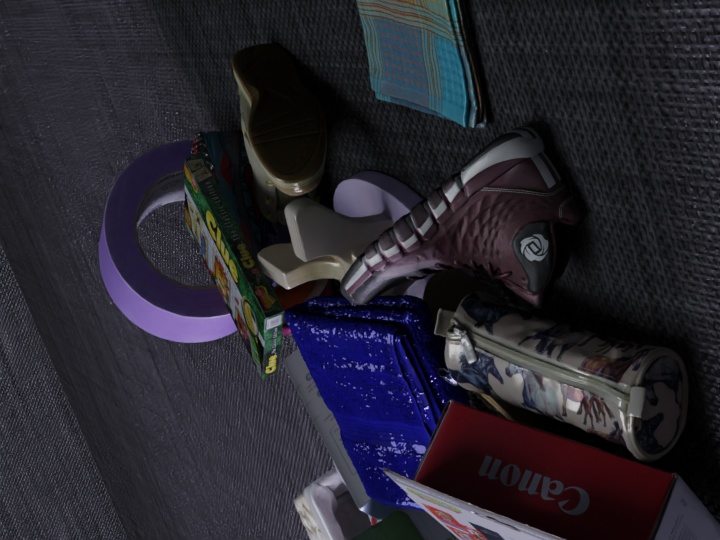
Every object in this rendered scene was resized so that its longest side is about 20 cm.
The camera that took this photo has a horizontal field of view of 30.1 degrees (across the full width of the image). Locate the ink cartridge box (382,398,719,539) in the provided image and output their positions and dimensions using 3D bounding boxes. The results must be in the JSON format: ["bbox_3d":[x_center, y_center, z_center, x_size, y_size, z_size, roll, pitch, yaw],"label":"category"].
[{"bbox_3d":[0.142,0.170,0.965,0.198,0.085,0.176,15,159,40],"label":"ink cartridge box"}]

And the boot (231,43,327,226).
[{"bbox_3d":[-0.069,-0.099,1.260,0.201,0.071,0.156,-113,12,-46],"label":"boot"}]

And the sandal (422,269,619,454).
[{"bbox_3d":[0.119,0.097,1.097,0.212,0.077,0.070,46,150,23],"label":"sandal"}]

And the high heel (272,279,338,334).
[{"bbox_3d":[-0.049,0.049,1.341,0.200,0.066,0.097,-67,-34,-69],"label":"high heel"}]

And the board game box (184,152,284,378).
[{"bbox_3d":[-0.124,-0.005,1.287,0.201,0.023,0.105,60,156,30],"label":"board game box"}]

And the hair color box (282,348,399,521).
[{"bbox_3d":[0.010,0.132,1.275,0.061,0.099,0.201,37,-165,-45],"label":"hair color box"}]

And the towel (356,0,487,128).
[{"bbox_3d":[0.032,-0.212,1.018,0.146,0.022,0.202,29,140,53],"label":"towel"}]

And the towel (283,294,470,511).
[{"bbox_3d":[0.025,0.114,1.098,0.146,0.050,0.202,-2,122,39],"label":"towel"}]

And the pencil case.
[{"bbox_3d":[0.145,0.073,0.972,0.199,0.089,0.079,18,100,47],"label":"pencil case"}]

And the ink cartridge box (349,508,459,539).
[{"bbox_3d":[0.078,0.251,1.191,0.104,0.198,0.060,54,155,19],"label":"ink cartridge box"}]

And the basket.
[{"bbox_3d":[0.030,0.291,1.430,0.202,0.134,0.123,62,161,4],"label":"basket"}]

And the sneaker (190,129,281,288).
[{"bbox_3d":[-0.107,-0.058,1.377,0.079,0.094,0.203,132,123,-64],"label":"sneaker"}]

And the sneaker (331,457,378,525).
[{"bbox_3d":[0.028,0.224,1.316,0.202,0.071,0.113,63,174,7],"label":"sneaker"}]

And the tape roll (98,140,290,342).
[{"bbox_3d":[-0.179,-0.031,1.437,0.201,0.198,0.085,58,158,10],"label":"tape roll"}]

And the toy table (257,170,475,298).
[{"bbox_3d":[0.000,0.000,1.196,0.199,0.116,0.186,20,133,57],"label":"toy table"}]

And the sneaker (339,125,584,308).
[{"bbox_3d":[0.080,-0.005,0.987,0.200,0.076,0.116,-40,88,30],"label":"sneaker"}]
